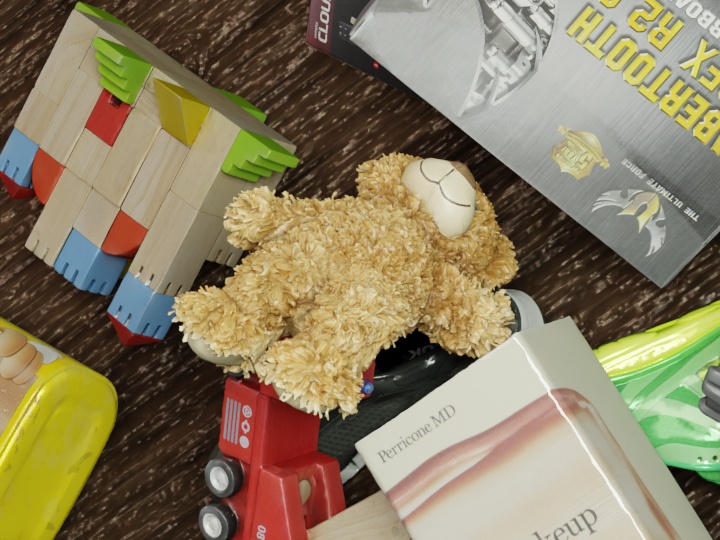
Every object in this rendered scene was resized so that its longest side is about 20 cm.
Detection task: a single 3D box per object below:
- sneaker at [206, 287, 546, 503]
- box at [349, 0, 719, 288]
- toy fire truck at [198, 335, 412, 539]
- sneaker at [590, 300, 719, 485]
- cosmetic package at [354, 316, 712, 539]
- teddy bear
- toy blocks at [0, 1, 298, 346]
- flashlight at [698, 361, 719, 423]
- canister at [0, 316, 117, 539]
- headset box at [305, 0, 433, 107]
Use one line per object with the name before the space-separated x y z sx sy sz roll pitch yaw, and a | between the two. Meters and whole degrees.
sneaker | -0.008 0.055 1.470 0.199 0.090 0.067 -30 57 19
box | 0.120 -0.113 1.375 0.158 0.200 0.048 -48 8 25
toy fire truck | -0.011 0.124 1.411 0.141 0.049 0.201 22 114 35
sneaker | 0.178 0.056 1.379 0.199 0.074 0.084 -22 87 19
cosmetic package | 0.099 0.133 1.326 0.103 0.087 0.200 -37 81 19
teddy bear | 0.000 0.000 1.363 0.145 0.199 0.067 36 135 40
toy blocks | -0.129 -0.047 1.598 0.200 0.100 0.137 37 103 37
flashlight | 0.250 0.080 1.285 0.199 0.068 0.068 30 96 13
canister | -0.245 0.079 1.614 0.199 0.086 0.149 27 86 35
headset box | 0.058 -0.163 1.486 0.200 0.077 0.150 29 122 38
